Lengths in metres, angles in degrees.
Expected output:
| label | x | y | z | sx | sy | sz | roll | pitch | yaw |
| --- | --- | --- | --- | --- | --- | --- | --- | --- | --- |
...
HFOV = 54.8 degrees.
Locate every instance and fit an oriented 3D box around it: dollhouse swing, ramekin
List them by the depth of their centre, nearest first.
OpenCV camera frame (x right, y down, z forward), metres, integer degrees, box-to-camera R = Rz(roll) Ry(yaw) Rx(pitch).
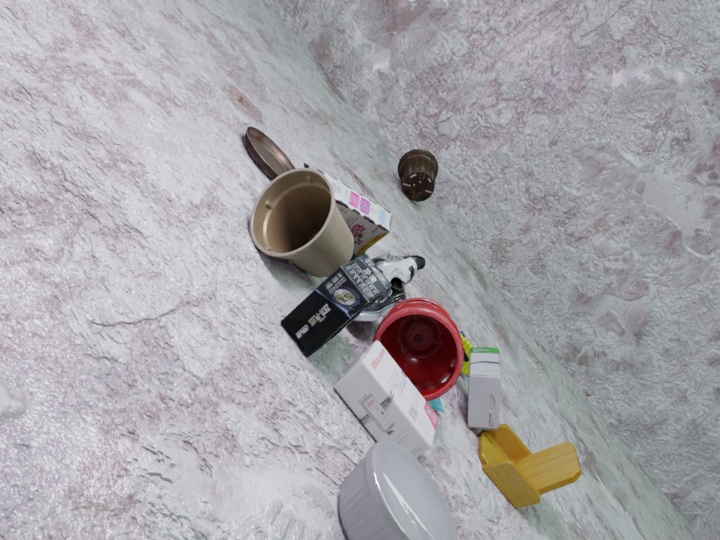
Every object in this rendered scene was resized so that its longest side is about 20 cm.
| label | x | y | z | sx | sy | sz | roll | pitch | yaw |
| --- | --- | --- | --- | --- | --- | --- | --- | --- | --- |
| ramekin | 0.051 | 0.368 | 1.047 | 0.202 | 0.094 | 0.203 | 46 | 16 | -17 |
| dollhouse swing | 0.412 | 0.447 | 1.704 | 0.182 | 0.175 | 0.200 | 49 | 17 | -3 |

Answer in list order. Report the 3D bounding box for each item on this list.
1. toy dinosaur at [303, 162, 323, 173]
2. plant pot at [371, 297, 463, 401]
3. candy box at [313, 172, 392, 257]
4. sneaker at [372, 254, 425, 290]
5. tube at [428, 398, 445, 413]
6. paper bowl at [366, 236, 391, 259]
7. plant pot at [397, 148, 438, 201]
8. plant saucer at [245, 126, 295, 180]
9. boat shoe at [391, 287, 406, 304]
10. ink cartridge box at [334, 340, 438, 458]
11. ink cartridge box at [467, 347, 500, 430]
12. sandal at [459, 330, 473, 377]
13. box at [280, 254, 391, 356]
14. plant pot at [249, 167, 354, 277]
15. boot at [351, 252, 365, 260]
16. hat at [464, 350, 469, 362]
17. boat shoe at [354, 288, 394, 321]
| label | x | y | z | sx | sy | sz | roll | pitch | yaw |
| --- | --- | --- | --- | --- | --- | --- | --- | --- | --- |
| toy dinosaur | -0.140 | -0.210 | 1.818 | 0.076 | 0.104 | 0.200 | 29 | -15 | 8 |
| plant pot | 0.128 | 0.163 | 1.525 | 0.201 | 0.200 | 0.183 | 49 | 13 | -2 |
| candy box | -0.043 | -0.124 | 1.605 | 0.197 | 0.136 | 0.062 | 27 | 50 | -25 |
| sneaker | 0.106 | 0.009 | 1.825 | 0.197 | 0.073 | 0.091 | -4 | 76 | -47 |
| tube | 0.146 | 0.248 | 1.663 | 0.077 | 0.050 | 0.203 | 22 | 37 | -45 |
| paper bowl | 0.007 | -0.076 | 1.884 | 0.201 | 0.104 | 0.202 | 45 | 18 | -19 |
| plant pot | 0.268 | -0.432 | 3.234 | 0.200 | 0.199 | 0.200 | 43 | 26 | -20 |
| plant saucer | -0.236 | -0.292 | 1.828 | 0.200 | 0.032 | 0.201 | 46 | 18 | -19 |
| boat shoe | 0.088 | 0.077 | 1.847 | 0.201 | 0.074 | 0.075 | -87 | 166 | -66 |
| ink cartridge box | 0.054 | 0.252 | 1.327 | 0.201 | 0.082 | 0.146 | 51 | 16 | 0 |
| ink cartridge box | 0.323 | 0.305 | 1.816 | 0.200 | 0.081 | 0.151 | -54 | 145 | -74 |
| sandal | 0.301 | 0.232 | 2.054 | 0.087 | 0.079 | 0.202 | 39 | 21 | -45 |
| box | -0.042 | 0.062 | 1.342 | 0.087 | 0.163 | 0.200 | 49 | 16 | 4 |
| plant pot | -0.106 | -0.081 | 1.482 | 0.184 | 0.198 | 0.202 | 47 | 12 | -54 |
| boot | 0.000 | 0.000 | 1.716 | 0.132 | 0.069 | 0.200 | 50 | 44 | -5 |
| hat | 0.213 | 0.185 | 1.907 | 0.202 | 0.080 | 0.201 | 54 | 11 | -15 |
| boat shoe | 0.026 | 0.074 | 1.594 | 0.199 | 0.070 | 0.070 | -12 | 103 | -61 |
